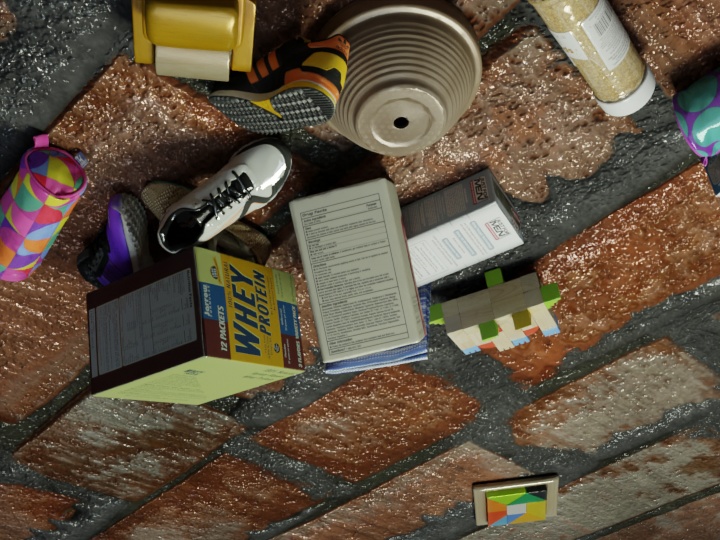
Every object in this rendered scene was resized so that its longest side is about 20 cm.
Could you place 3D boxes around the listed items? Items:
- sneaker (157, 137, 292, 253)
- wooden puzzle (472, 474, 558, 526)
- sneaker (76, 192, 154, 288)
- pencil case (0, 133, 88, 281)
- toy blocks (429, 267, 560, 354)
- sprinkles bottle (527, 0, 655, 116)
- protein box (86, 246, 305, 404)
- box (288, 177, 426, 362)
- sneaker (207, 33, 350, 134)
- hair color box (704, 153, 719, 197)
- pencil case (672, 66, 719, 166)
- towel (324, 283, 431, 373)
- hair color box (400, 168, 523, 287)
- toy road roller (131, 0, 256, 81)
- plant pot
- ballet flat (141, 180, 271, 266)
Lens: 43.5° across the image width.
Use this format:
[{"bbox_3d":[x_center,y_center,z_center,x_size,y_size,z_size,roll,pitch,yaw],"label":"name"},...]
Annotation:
[{"bbox_3d":[-0.163,-0.083,1.084,0.199,0.080,0.074,-38,102,9],"label":"sneaker"},{"bbox_3d":[0.337,0.504,1.945,0.180,0.038,0.202,-8,142,4],"label":"wooden puzzle"},{"bbox_3d":[-0.330,-0.020,1.191,0.097,0.071,0.202,1,141,-3],"label":"sneaker"},{"bbox_3d":[-0.406,-0.071,1.112,0.087,0.090,0.200,21,133,-29],"label":"pencil case"},{"bbox_3d":[0.214,0.074,1.362,0.196,0.102,0.137,-19,151,16],"label":"toy blocks"},{"bbox_3d":[0.248,-0.250,0.965,0.067,0.069,0.199,-26,136,26],"label":"sprinkles bottle"},{"bbox_3d":[-0.212,0.080,1.165,0.197,0.138,0.197,-19,160,30],"label":"protein box"},{"bbox_3d":[0.000,0.000,1.129,0.125,0.205,0.109,-12,179,10],"label":"box"},{"bbox_3d":[-0.084,-0.206,0.973,0.198,0.092,0.070,6,156,47],"label":"sneaker"},{"bbox_3d":[0.555,-0.127,1.157,0.196,0.062,0.101,11,139,-20],"label":"hair color box"},{"bbox_3d":[0.459,-0.209,1.024,0.198,0.086,0.093,-29,108,29],"label":"pencil case"},{"bbox_3d":[0.027,0.067,1.243,0.141,0.201,0.024,-11,119,11],"label":"towel"},{"bbox_3d":[0.108,-0.048,1.210,0.197,0.062,0.099,-23,139,22],"label":"hair color box"},{"bbox_3d":[-0.160,-0.246,0.862,0.120,0.148,0.202,3,141,-9],"label":"toy road roller"},{"bbox_3d":[0.041,-0.195,0.993,0.195,0.094,0.203,-3,141,-2],"label":"plant pot"},{"bbox_3d":[-0.197,-0.048,1.172,0.198,0.066,0.070,26,137,-32],"label":"ballet flat"}]
